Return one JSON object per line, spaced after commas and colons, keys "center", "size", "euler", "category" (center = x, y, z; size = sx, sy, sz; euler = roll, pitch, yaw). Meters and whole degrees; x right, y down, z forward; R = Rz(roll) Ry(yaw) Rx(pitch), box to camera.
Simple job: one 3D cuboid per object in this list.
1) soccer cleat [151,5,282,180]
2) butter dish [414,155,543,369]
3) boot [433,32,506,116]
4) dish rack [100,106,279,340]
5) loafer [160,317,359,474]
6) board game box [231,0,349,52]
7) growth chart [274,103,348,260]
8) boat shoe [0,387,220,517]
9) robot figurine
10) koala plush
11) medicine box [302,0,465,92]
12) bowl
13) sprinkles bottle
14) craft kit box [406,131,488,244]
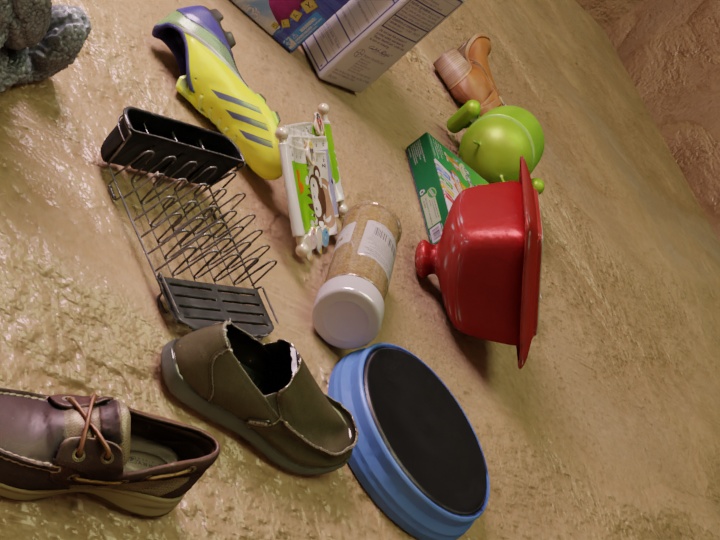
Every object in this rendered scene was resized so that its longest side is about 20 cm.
{"center": [-0.144, -0.174, 1.147], "size": [0.083, 0.065, 0.201], "euler": [-26, 85, -34], "category": "soccer cleat"}
{"center": [0.137, -0.013, 1.334], "size": [0.201, 0.146, 0.201], "euler": [-81, 170, -60], "category": "butter dish"}
{"center": [0.213, -0.319, 1.929], "size": [0.156, 0.077, 0.200], "euler": [51, 27, -1], "category": "boot"}
{"center": [-0.135, -0.034, 0.967], "size": [0.153, 0.054, 0.201], "euler": [8, 50, -57], "category": "dish rack"}
{"center": [-0.065, 0.101, 0.896], "size": [0.199, 0.069, 0.076], "euler": [32, 32, -39], "category": "loafer"}
{"center": [-0.084, -0.390, 1.348], "size": [0.199, 0.199, 0.041], "euler": [36, 30, -32], "category": "board game box"}
{"center": [-0.049, -0.093, 1.179], "size": [0.200, 0.018, 0.146], "euler": [-48, 127, -72], "category": "growth chart"}
{"center": [-0.170, 0.102, 0.704], "size": [0.199, 0.072, 0.073], "euler": [29, 34, -44], "category": "boat shoe"}
{"center": [0.214, -0.184, 1.712], "size": [0.176, 0.115, 0.200], "euler": [51, 25, -3], "category": "robot figurine"}
{"center": [-0.260, -0.246, 0.841], "size": [0.178, 0.199, 0.184], "euler": [48, 25, -13], "category": "koala plush"}
{"center": [0.005, -0.370, 1.477], "size": [0.103, 0.199, 0.183], "euler": [8, 50, -57], "category": "medicine box"}
{"center": [0.051, 0.157, 1.068], "size": [0.200, 0.039, 0.201], "euler": [41, 27, -27], "category": "bowl"}
{"center": [0.000, 0.000, 1.147], "size": [0.068, 0.068, 0.200], "euler": [46, 25, -16], "category": "sprinkles bottle"}
{"center": [0.154, -0.065, 1.541], "size": [0.197, 0.048, 0.201], "euler": [37, 30, -39], "category": "craft kit box"}
